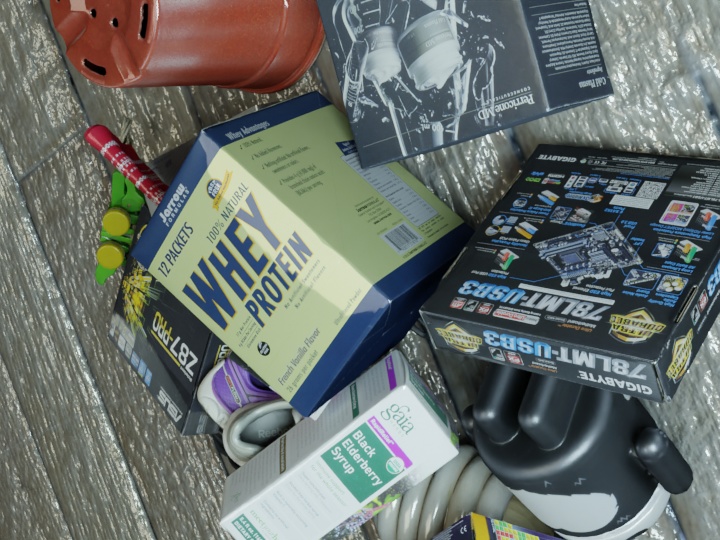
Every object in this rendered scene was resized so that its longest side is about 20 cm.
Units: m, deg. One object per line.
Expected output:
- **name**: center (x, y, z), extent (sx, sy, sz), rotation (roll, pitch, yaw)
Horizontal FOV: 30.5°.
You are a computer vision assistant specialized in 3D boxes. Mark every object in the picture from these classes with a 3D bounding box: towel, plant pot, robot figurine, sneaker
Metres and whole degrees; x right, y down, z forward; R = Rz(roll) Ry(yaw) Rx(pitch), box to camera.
- **towel**: center (-0.167, -0.056, 1.230), extent (0.200, 0.145, 0.023), rotation (43, 89, 5)
- **plant pot**: center (-0.163, -0.251, 1.200), extent (0.199, 0.194, 0.204), rotation (13, 110, 38)
- **robot figurine**: center (0.164, 0.135, 1.026), extent (0.124, 0.200, 0.151), rotation (-39, 41, 5)
- **sneaker**: center (-0.063, 0.155, 1.278), extent (0.199, 0.081, 0.084), rotation (40, 90, -13)
- **sneaker**: center (-0.029, 0.138, 1.202), extent (0.092, 0.197, 0.077), rotation (116, 137, -83)

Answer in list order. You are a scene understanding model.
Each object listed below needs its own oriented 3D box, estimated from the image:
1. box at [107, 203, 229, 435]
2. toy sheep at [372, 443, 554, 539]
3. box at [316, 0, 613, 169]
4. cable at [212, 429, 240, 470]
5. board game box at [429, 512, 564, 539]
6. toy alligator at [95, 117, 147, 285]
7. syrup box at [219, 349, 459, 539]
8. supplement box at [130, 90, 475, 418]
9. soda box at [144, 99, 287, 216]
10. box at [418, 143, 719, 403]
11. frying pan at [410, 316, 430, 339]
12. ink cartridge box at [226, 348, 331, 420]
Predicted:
- **box**: center (-0.187, 0.047, 1.362), extent (0.200, 0.049, 0.163), rotation (44, 124, 45)
- **toy sheep**: center (0.076, 0.217, 1.170), extent (0.197, 0.138, 0.140), rotation (9, 109, 20)
- **box**: center (0.077, -0.198, 1.065), extent (0.198, 0.104, 0.185), rotation (-14, 94, 43)
- **cable**: center (-0.126, 0.125, 1.373), extent (0.162, 0.050, 0.203), rotation (24, 118, 35)
- **board game box**: center (0.098, 0.282, 1.100), extent (0.200, 0.164, 0.057), rotation (-42, 39, 40)
- **toy alligator**: center (-0.246, -0.067, 1.426), extent (0.053, 0.060, 0.202), rotation (14, 118, -6)
- **syrup box**: center (-0.019, 0.166, 1.121), extent (0.199, 0.082, 0.079), rotation (-37, 107, 10)
- **supplement box**: center (-0.041, -0.022, 1.104), extent (0.199, 0.200, 0.135), rotation (42, 119, 10)
- **soda box**: center (-0.133, -0.106, 1.302), extent (0.199, 0.068, 0.064), rotation (-20, 89, 42)
- **box**: center (0.174, -0.008, 0.974), extent (0.198, 0.199, 0.050), rotation (10, 141, 38)
- **frying pan**: center (0.000, -0.017, 1.233), extent (0.188, 0.031, 0.117), rotation (17, 111, 32)
- **ink cartridge box**: center (-0.059, 0.064, 1.186), extent (0.094, 0.200, 0.037), rotation (35, 105, -4)
